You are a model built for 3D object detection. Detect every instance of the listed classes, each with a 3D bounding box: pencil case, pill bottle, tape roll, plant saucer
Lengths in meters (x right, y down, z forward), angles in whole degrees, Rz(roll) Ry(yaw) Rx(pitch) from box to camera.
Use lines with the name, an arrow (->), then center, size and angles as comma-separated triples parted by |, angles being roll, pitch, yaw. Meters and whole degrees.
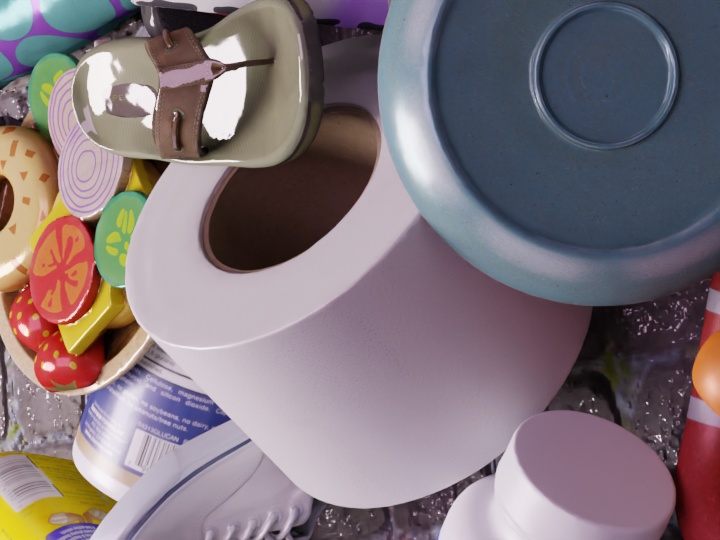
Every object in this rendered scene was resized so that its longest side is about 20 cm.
pencil case -> -0.202, -0.189, 1.245 | 0.199, 0.085, 0.093 | -23, 89, 37
pill bottle -> -0.088, 0.036, 1.115 | 0.111, 0.111, 0.201 | 32, 107, 38
tape roll -> 0.000, 0.000, 0.965 | 0.202, 0.139, 0.203 | -24, 38, 21
plant saucer -> 0.107, -0.085, 0.836 | 0.199, 0.027, 0.202 | 0, 91, 0
pill bottle -> 0.081, 0.170, 0.932 | 0.112, 0.112, 0.201 | 45, 130, 33

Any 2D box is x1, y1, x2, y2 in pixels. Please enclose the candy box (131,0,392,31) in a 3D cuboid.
candy box -> -0.018, -0.201, 0.904 | 0.199, 0.168, 0.072 | 8, 49, 11

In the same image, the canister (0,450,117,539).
canister -> -0.144, 0.198, 1.132 | 0.200, 0.148, 0.087 | 39, 102, 38

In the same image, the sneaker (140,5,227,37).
sneaker -> -0.096, -0.210, 1.122 | 0.087, 0.073, 0.201 | -29, 49, 57

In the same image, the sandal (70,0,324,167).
sandal -> -0.088, -0.085, 0.943 | 0.200, 0.057, 0.080 | -6, 93, 46

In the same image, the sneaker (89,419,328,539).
sneaker -> -0.061, 0.124, 1.049 | 0.071, 0.200, 0.073 | 45, 159, 27

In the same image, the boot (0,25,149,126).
boot -> -0.193, -0.086, 1.192 | 0.201, 0.131, 0.070 | -61, 34, 19

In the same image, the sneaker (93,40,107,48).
sneaker -> -0.075, -0.122, 1.113 | 0.199, 0.070, 0.094 | -15, 85, 23

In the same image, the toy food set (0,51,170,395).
toy food set -> -0.163, -0.030, 1.087 | 0.198, 0.048, 0.201 | -46, 53, 30

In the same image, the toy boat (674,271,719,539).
toy boat -> 0.194, 0.051, 0.854 | 0.130, 0.130, 0.201 | 13, 96, 41
